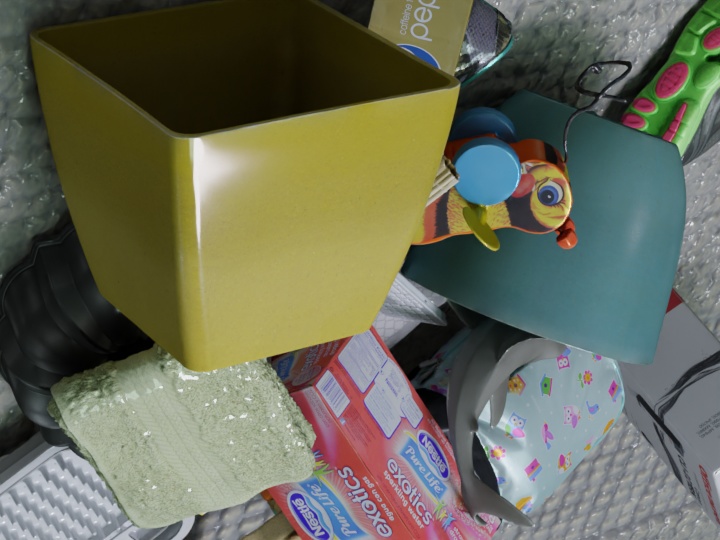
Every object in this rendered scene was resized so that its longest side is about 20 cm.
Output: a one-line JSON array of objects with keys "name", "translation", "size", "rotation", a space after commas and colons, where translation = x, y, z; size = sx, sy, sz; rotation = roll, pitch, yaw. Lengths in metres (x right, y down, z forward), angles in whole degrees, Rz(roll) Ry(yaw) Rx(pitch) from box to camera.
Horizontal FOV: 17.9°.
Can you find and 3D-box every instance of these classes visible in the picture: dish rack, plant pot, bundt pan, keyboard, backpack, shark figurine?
[{"name": "dish rack", "translation": [-0.236, 0.192, 1.735], "size": [0.171, 0.044, 0.200], "rotation": [-36, 145, 5]}, {"name": "plant pot", "translation": [-0.076, -0.052, 1.437], "size": [0.200, 0.200, 0.177], "rotation": [-13, 119, -31]}, {"name": "bundt pan", "translation": [-0.153, 0.058, 1.583], "size": [0.201, 0.076, 0.202], "rotation": [-7, 128, -9]}, {"name": "keyboard", "translation": [0.000, 0.000, 1.680], "size": [0.200, 0.056, 0.011], "rotation": [41, 57, -55]}, {"name": "backpack", "translation": [0.116, 0.116, 1.854], "size": [0.200, 0.126, 0.167], "rotation": [-40, 127, -32]}, {"name": "shark figurine", "translation": [0.107, 0.082, 1.701], "size": [0.089, 0.215, 0.128], "rotation": [-22, 122, 38]}, {"name": "plant pot", "translation": [0.151, -0.040, 1.702], "size": [0.200, 0.200, 0.161], "rotation": [14, 98, -48]}]

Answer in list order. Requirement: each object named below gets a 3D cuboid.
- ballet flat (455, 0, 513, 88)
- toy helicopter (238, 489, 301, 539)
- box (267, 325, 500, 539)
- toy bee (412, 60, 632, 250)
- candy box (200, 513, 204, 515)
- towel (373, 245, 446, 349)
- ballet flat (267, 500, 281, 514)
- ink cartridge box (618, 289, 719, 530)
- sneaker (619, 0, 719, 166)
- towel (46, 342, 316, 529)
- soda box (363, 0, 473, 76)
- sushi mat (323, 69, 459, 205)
[{"name": "ballet flat", "translation": [0.016, -0.123, 1.608], "size": [0.200, 0.072, 0.072], "rotation": [-43, 144, 7]}, {"name": "toy helicopter", "translation": [-0.062, 0.213, 1.825], "size": [0.200, 0.079, 0.132], "rotation": [-39, 167, 32]}, {"name": "box", "translation": [0.002, 0.148, 1.692], "size": [0.095, 0.200, 0.103], "rotation": [-22, -160, 36]}, {"name": "toy bee", "translation": [0.100, -0.052, 1.559], "size": [0.109, 0.200, 0.131], "rotation": [64, 33, -24]}, {"name": "candy box", "translation": [-0.132, 0.105, 1.704], "size": [0.102, 0.026, 0.200], "rotation": [-34, 135, 8]}, {"name": "towel", "translation": [-0.039, 0.038, 1.755], "size": [0.200, 0.032, 0.191], "rotation": [-41, 144, 3]}, {"name": "ballet flat", "translation": [0.018, 0.158, 1.909], "size": [0.200, 0.063, 0.069], "rotation": [-32, 146, -9]}, {"name": "ink cartridge box", "translation": [0.292, 0.120, 1.989], "size": [0.084, 0.200, 0.144], "rotation": [-34, 144, -6]}, {"name": "sneaker", "translation": [0.279, -0.154, 1.801], "size": [0.200, 0.077, 0.084], "rotation": [-45, 162, 15]}, {"name": "towel", "translation": [-0.115, 0.109, 1.547], "size": [0.148, 0.037, 0.200], "rotation": [-22, 144, 2]}, {"name": "soda box", "translation": [0.040, -0.173, 1.481], "size": [0.064, 0.068, 0.200], "rotation": [13, 138, 0]}, {"name": "sushi mat", "translation": [-0.016, -0.056, 1.546], "size": [0.012, 0.096, 0.200], "rotation": [-39, -179, -42]}]
